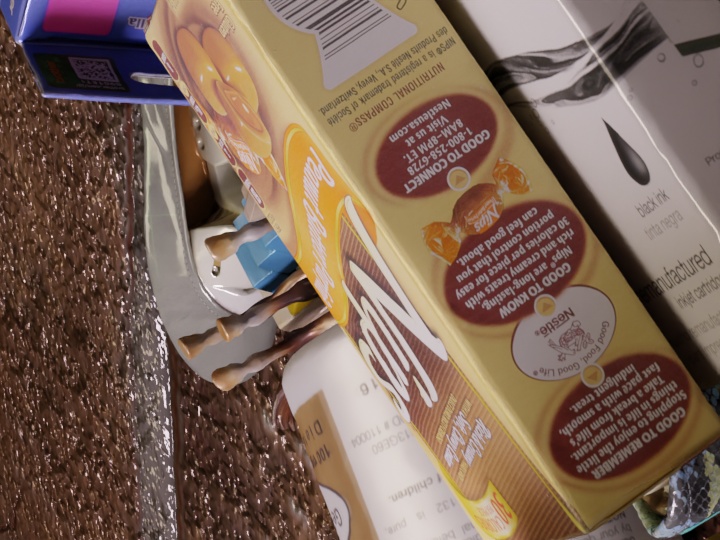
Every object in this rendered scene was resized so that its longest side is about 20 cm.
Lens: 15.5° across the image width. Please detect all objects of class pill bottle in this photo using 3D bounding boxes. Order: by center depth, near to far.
[{"bbox_3d":[0.057,0.106,0.932,0.201,0.114,0.114,69,153,12],"label":"pill bottle"}]

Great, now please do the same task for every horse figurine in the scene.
[{"bbox_3d":[0.000,0.000,1.005,0.050,0.132,0.200,62,165,14],"label":"horse figurine"}]

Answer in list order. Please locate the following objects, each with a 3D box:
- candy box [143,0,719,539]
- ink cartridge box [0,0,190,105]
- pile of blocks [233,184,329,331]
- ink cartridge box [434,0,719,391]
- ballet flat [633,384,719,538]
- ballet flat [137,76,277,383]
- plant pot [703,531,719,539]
[{"bbox_3d":[0.016,-0.015,0.776,0.201,0.055,0.115,57,167,3],"label":"candy box"},{"bbox_3d":[-0.083,-0.128,0.974,0.200,0.119,0.042,-116,37,-47],"label":"ink cartridge box"},{"bbox_3d":[-0.023,-0.049,1.042,0.062,0.082,0.200,60,151,26],"label":"pile of blocks"},{"bbox_3d":[0.072,-0.069,0.765,0.201,0.084,0.146,55,164,3],"label":"ink cartridge box"},{"bbox_3d":[0.048,0.010,0.861,0.200,0.074,0.074,41,147,6],"label":"ballet flat"},{"bbox_3d":[-0.059,-0.041,1.139,0.064,0.067,0.201,14,117,52],"label":"ballet flat"},{"bbox_3d":[0.136,0.152,0.707,0.194,0.199,0.197,-40,69,62],"label":"plant pot"}]
